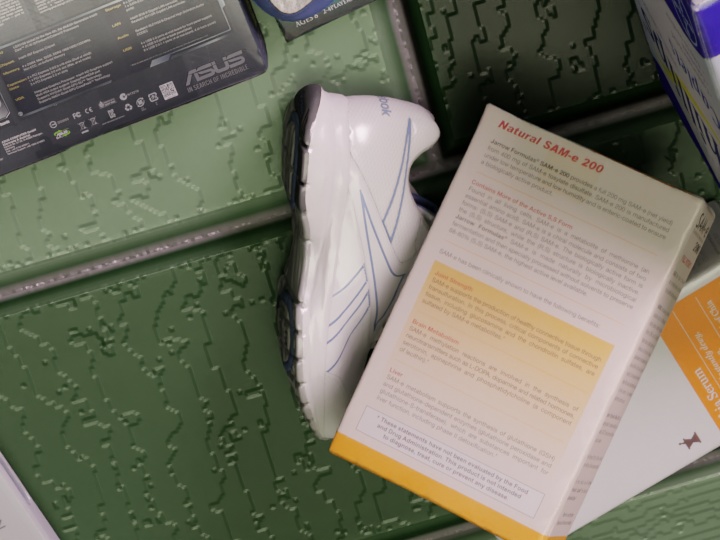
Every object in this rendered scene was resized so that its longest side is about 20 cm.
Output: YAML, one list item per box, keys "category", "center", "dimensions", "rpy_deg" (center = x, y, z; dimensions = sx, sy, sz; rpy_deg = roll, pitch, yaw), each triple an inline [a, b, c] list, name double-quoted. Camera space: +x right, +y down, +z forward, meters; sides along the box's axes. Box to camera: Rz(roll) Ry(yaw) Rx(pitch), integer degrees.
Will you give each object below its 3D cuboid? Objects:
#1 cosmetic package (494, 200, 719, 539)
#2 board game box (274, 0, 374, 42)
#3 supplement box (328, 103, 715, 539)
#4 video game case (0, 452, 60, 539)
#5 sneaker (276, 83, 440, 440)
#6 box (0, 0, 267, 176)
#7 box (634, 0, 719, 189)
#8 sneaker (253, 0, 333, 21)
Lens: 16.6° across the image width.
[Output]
- category: "cosmetic package"
  center: [0.140, 0.062, 1.358]
  dimensions: [0.199, 0.071, 0.102]
  rpy_deg: [-32, 114, 8]
- category: "board game box"
  center: [0.023, -0.217, 1.240]
  dimensions: [0.199, 0.028, 0.136]
  rpy_deg: [-25, 115, 4]
- category: "supplement box"
  center: [0.085, 0.032, 1.278]
  dimensions: [0.126, 0.074, 0.201]
  rpy_deg: [26, 91, 15]
- category: "video game case"
  center: [-0.291, 0.141, 1.367]
  dimensions: [0.199, 0.023, 0.183]
  rpy_deg: [-27, 114, 6]
- category: "sneaker"
  center: [0.000, 0.000, 1.314]
  dimensions: [0.087, 0.075, 0.201]
  rpy_deg: [-1, 115, -12]
- category: "box"
  center: [-0.165, -0.141, 1.240]
  dimensions: [0.199, 0.051, 0.158]
  rpy_deg: [-22, 115, 4]
- category: "box"
  center: [0.198, -0.125, 1.193]
  dimensions: [0.104, 0.184, 0.200]
  rpy_deg: [-24, 133, 4]
- category: "sneaker"
  center: [-0.011, -0.192, 1.168]
  dimensions: [0.075, 0.088, 0.201]
  rpy_deg: [15, 127, -13]
